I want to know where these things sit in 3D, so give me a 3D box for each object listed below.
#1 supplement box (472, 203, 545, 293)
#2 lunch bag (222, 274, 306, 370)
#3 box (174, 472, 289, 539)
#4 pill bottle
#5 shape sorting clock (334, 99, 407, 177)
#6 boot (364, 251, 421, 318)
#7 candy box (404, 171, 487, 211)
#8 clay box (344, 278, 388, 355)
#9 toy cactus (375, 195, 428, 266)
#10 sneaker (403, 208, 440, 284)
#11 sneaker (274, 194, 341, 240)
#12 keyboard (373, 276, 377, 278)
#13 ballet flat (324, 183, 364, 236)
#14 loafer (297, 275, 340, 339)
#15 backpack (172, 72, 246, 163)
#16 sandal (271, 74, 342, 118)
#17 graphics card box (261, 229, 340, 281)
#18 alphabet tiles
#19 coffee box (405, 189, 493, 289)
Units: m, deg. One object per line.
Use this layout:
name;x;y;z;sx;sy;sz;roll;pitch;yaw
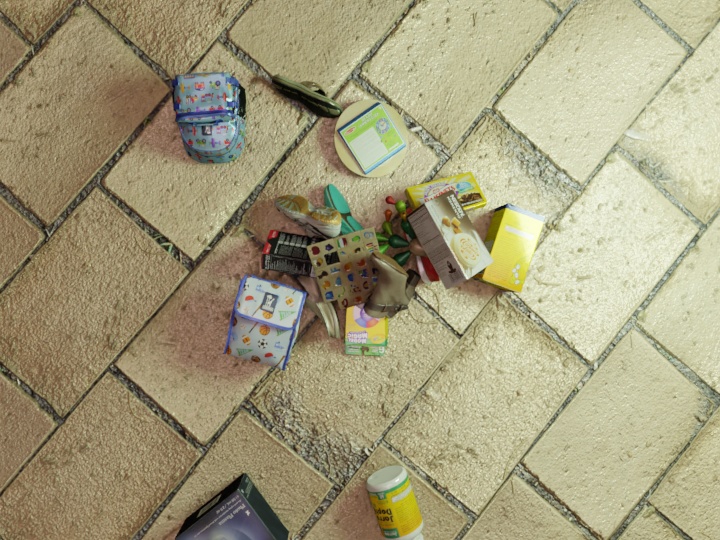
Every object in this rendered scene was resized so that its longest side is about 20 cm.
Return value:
supplement box;0.380;-0.055;1.469;0.108;0.109;0.203;19;89;-2
lunch bag;-0.234;0.124;1.413;0.167;0.124;0.203;17;103;-5
box;-0.314;0.662;1.422;0.199;0.123;0.199;-37;93;-2
pill bottle;0.094;0.614;1.447;0.111;0.113;0.203;-19;91;-3
shape sorting clock;0.028;-0.343;1.488;0.196;0.039;0.204;-1;93;-13
boot;0.057;0.047;1.380;0.199;0.070;0.147;26;109;-40
candy box;0.219;-0.187;1.463;0.197;0.027;0.103;-17;67;-19
clay box;0.017;0.120;1.480;0.113;0.048;0.204;2;89;-3
toy cactus;0.106;-0.070;1.409;0.162;0.102;0.203;15;99;12
sneaker;0.187;-0.072;1.453;0.114;0.078;0.203;-14;104;33
sneaker;-0.138;-0.126;1.451;0.198;0.089;0.076;25;47;26
keyboard;0.000;0.000;1.480;0.196;0.057;0.011;2;131;-3
ballet flat;-0.050;-0.128;1.465;0.070;0.067;0.201;-43;71;29
loafer;-0.106;0.085;1.465;0.067;0.076;0.203;-21;81;-1
backpack;-0.377;-0.375;1.424;0.179;0.135;0.204;0;92;-2
sandal;-0.132;-0.460;1.467;0.199;0.080;0.058;29;74;-2
graphics card box;-0.142;-0.039;1.434;0.196;0.126;0.052;8;121;-3
alphabet tiles;-0.026;0.003;1.383;0.165;0.008;0.202;-16;123;-1
coffee box;0.212;-0.075;1.356;0.114;0.079;0.202;-26;86;-38
